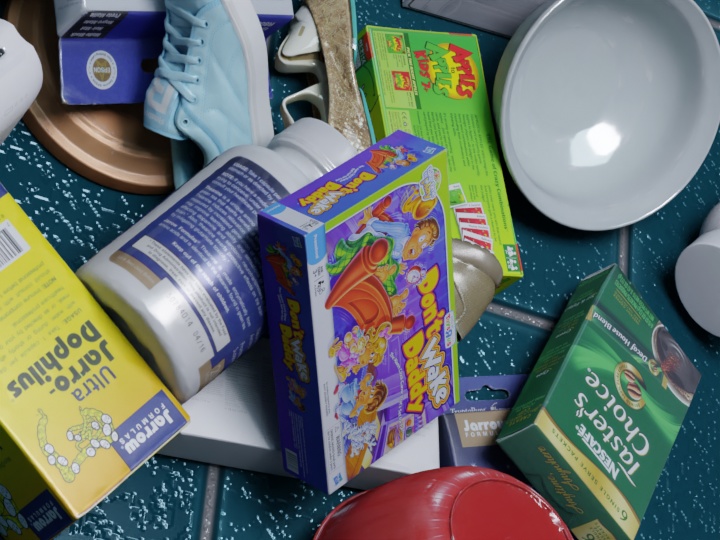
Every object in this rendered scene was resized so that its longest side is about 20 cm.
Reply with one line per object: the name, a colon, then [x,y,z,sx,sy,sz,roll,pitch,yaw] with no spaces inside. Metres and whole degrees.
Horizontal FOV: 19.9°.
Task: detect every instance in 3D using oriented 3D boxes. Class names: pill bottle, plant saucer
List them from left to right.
plant saucer: [-0.161,-0.153,1.478,0.198,0.032,0.202,12,64,-25]
pill bottle: [-0.084,-0.012,1.349,0.200,0.111,0.111,-41,92,-27]
pill bottle: [0.347,-0.027,1.666,0.199,0.112,0.113,-33,87,-35]

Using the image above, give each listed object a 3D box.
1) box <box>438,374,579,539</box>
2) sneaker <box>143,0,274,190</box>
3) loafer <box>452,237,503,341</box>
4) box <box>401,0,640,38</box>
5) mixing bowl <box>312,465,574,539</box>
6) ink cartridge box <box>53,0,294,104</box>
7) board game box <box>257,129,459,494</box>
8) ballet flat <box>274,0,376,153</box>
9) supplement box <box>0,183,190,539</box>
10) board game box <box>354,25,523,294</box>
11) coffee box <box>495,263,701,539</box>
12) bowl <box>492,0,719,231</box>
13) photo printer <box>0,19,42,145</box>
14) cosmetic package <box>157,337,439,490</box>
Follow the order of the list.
box: [0.116,0.169,1.498,0.120,0.032,0.202,-1,69,-30]
sneaker: [-0.111,-0.129,1.391,0.082,0.074,0.202,-32,128,-28]
loafer: [0.000,0.000,1.448,0.198,0.076,0.068,11,65,6]
box: [0.145,-0.237,1.639,0.198,0.117,0.061,13,63,-25]
mixing bowl: [0.073,0.206,1.347,0.198,0.109,0.202,18,47,-21]
ink cartridge box: [-0.132,-0.219,1.429,0.198,0.040,0.202,-7,91,-45]
board game box: [0.002,0.027,1.344,0.134,0.045,0.202,-33,132,-36]
ballet flat: [-0.030,-0.141,1.530,0.065,0.071,0.202,-3,67,-15]
supplement box: [-0.223,0.064,1.299,0.200,0.109,0.109,51,55,-1]
board game box: [0.053,-0.083,1.560,0.101,0.048,0.202,1,69,-30]
coffee box: [0.182,0.102,1.522,0.123,0.044,0.200,51,41,-14]
bowl: [0.179,-0.140,1.609,0.199,0.090,0.203,-9,111,-22]
photo printer: [-0.283,-0.067,1.267,0.069,0.200,0.167,45,54,-4]
cosmetic package: [-0.042,0.099,1.424,0.198,0.051,0.083,13,63,-24]
